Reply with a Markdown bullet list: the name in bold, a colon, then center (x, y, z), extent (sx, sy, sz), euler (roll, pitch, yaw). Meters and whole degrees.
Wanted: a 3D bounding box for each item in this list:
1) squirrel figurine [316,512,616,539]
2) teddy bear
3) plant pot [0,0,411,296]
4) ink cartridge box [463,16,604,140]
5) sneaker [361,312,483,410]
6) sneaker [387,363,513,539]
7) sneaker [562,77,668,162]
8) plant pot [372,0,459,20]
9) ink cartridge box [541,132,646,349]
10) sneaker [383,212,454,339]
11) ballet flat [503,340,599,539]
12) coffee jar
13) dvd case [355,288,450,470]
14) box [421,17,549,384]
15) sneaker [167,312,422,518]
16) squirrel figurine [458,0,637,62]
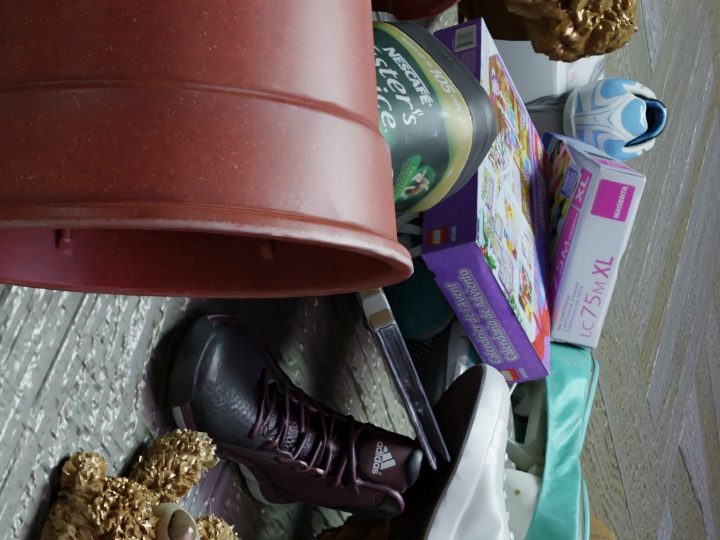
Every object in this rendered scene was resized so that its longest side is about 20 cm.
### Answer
- **squirrel figurine**: center (0.041, 0.215, 1.089), extent (0.200, 0.186, 0.142), euler (39, 44, -26)
- **teddy bear**: center (-0.093, 0.160, 0.837), extent (0.201, 0.066, 0.145), euler (75, 28, -45)
- **plant pot**: center (-0.078, -0.098, 0.637), extent (0.201, 0.200, 0.196), euler (22, 68, -68)
- **ink cartridge box**: center (0.143, -0.140, 1.326), extent (0.147, 0.082, 0.201), euler (-42, 135, -59)
- **sneaker**: center (0.044, 0.041, 1.090), extent (0.078, 0.091, 0.201), euler (60, 27, -45)
- **sneaker**: center (0.064, 0.159, 0.973), extent (0.084, 0.073, 0.201), euler (23, 74, -21)
- **sneaker**: center (0.218, -0.120, 1.311), extent (0.200, 0.072, 0.072), euler (-18, 112, -69)
- **plant pot**: center (0.038, -0.258, 0.900), extent (0.196, 0.200, 0.201), euler (-59, 149, -31)
- **ink cartridge box**: center (0.144, -0.029, 1.144), extent (0.200, 0.042, 0.120), euler (-107, -149, -77)
- **sneaker**: center (0.022, -0.057, 1.054), extent (0.080, 0.071, 0.201), euler (33, 49, -57)
- **ballet flat**: center (0.108, 0.126, 1.027), extent (0.067, 0.070, 0.201), euler (117, -12, -49)
- **coffee jar**: center (-0.019, -0.072, 0.839), extent (0.200, 0.104, 0.085), euler (-19, 150, -50)
- **dvd case**: center (0.000, 0.000, 0.946), extent (0.149, 0.016, 0.200), euler (68, -1, -51)
- **box**: center (0.084, -0.046, 1.051), extent (0.137, 0.039, 0.201), euler (57, 28, -42)
- **sneaker**: center (-0.025, 0.087, 0.918), extent (0.200, 0.115, 0.076), euler (55, 49, -60)
- **squirrel figurine**: center (0.124, -0.249, 1.107), extent (0.200, 0.141, 0.187), euler (-98, 172, -54)
